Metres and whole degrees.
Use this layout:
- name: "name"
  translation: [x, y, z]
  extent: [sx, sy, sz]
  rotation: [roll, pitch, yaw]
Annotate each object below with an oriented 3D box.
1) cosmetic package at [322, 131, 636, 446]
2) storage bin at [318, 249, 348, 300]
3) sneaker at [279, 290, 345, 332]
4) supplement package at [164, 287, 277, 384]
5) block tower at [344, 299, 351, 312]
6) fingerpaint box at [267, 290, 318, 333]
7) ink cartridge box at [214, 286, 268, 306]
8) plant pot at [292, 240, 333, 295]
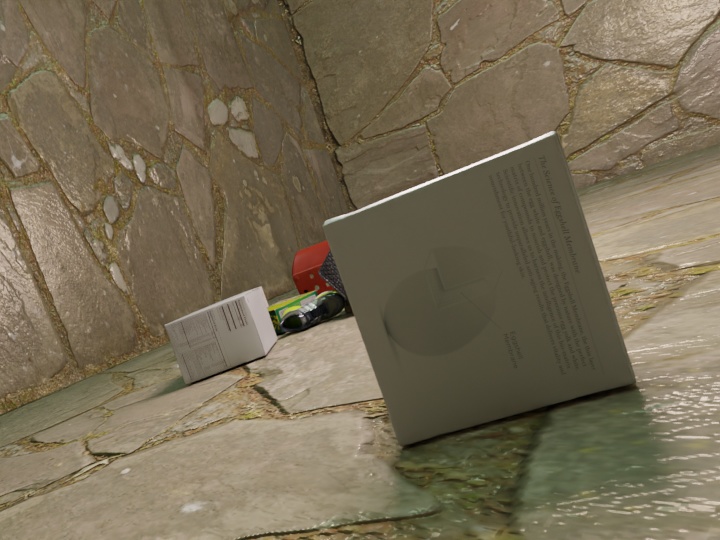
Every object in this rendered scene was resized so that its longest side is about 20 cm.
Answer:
- name: "cosmetic package"
  translation: [0.101, 0.015, 0.476]
  extent: [0.196, 0.203, 0.123]
  rotation: [-19, 4, 16]
- name: "storage bin"
  translation: [0.000, 0.000, 1.405]
  extent: [0.199, 0.135, 0.095]
  rotation: [-5, -51, -59]
- name: "sneaker"
  translation: [-0.129, 0.119, 1.417]
  extent: [0.197, 0.075, 0.081]
  rotation: [-26, 11, 14]
- name: "supplement package"
  translation: [-0.326, 0.151, 1.291]
  extent: [0.196, 0.150, 0.191]
  rotation: [-20, 3, 1]
- name: "block tower"
  translation: [-0.004, 0.066, 1.518]
  extent: [0.057, 0.055, 0.200]
  rotation: [-18, 4, 12]
- name: "fingerpaint box"
  translation: [-0.238, 0.137, 1.607]
  extent: [0.165, 0.075, 0.199]
  rotation: [-17, 4, 35]
- name: "ink cartridge box"
  translation: [-0.476, 0.157, 2.214]
  extent: [0.124, 0.131, 0.199]
  rotation: [-17, 5, 37]
- name: "plant pot"
  translation: [-0.123, 0.025, 1.801]
  extent: [0.196, 0.203, 0.177]
  rotation: [-19, 14, 18]
